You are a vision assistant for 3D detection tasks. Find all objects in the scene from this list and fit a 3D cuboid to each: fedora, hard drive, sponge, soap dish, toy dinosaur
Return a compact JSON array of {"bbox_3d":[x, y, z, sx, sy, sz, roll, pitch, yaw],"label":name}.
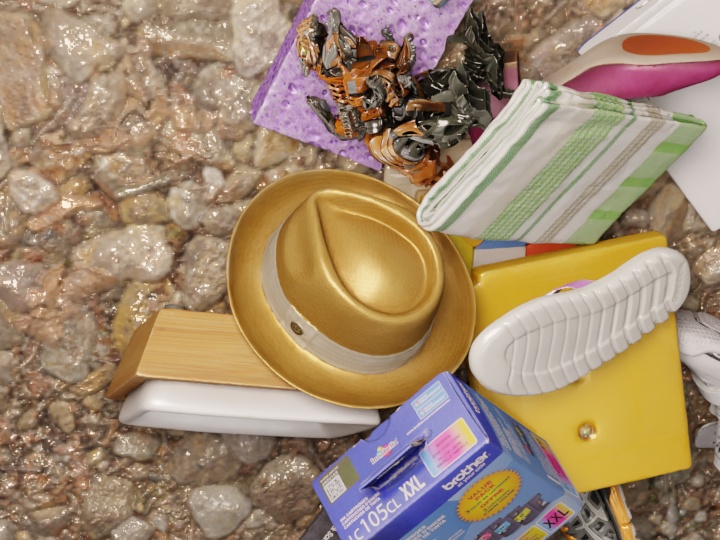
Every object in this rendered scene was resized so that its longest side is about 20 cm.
[{"bbox_3d":[0.000,0.000,1.254,0.199,0.202,0.082,3,155,-14],"label":"fedora"},{"bbox_3d":[0.279,-0.141,1.354,0.132,0.025,0.200,-38,118,8],"label":"hard drive"},{"bbox_3d":[0.009,-0.179,1.271,0.111,0.030,0.201,21,111,-22],"label":"sponge"},{"bbox_3d":[-0.087,0.081,1.320,0.199,0.157,0.082,6,79,-15],"label":"soap dish"},{"bbox_3d":[0.041,-0.121,1.254,0.135,0.103,0.200,-25,143,30],"label":"toy dinosaur"}]

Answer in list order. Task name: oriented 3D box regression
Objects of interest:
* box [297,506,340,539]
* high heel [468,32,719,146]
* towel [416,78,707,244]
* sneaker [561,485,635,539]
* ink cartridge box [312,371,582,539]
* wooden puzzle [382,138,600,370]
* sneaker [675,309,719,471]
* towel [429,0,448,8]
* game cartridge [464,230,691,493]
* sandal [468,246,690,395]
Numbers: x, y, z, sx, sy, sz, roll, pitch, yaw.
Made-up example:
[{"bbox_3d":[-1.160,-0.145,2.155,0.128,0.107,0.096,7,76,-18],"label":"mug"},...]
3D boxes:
[{"bbox_3d":[0.004,0.178,1.395,0.036,0.143,0.200,37,106,5],"label":"box"},{"bbox_3d":[0.180,-0.123,1.293,0.199,0.067,0.097,-2,116,18],"label":"high heel"},{"bbox_3d":[0.148,-0.076,1.260,0.199,0.031,0.149,3,140,-45],"label":"towel"},{"bbox_3d":[0.186,0.195,1.476,0.077,0.078,0.201,-19,109,-4],"label":"sneaker"},{"bbox_3d":[0.060,0.162,1.274,0.136,0.076,0.200,-41,140,10],"label":"ink cartridge box"},{"bbox_3d":[0.106,-0.009,1.378,0.184,0.037,0.201,-4,118,-10],"label":"wooden puzzle"},{"bbox_3d":[0.315,0.115,1.467,0.199,0.075,0.115,24,107,-26],"label":"sneaker"},{"bbox_3d":[0.079,-0.304,1.204,0.200,0.022,0.147,-46,113,3],"label":"towel"},{"bbox_3d":[0.172,0.081,1.380,0.175,0.032,0.201,-11,102,-10],"label":"game cartridge"},{"bbox_3d":[0.167,0.039,1.332,0.202,0.050,0.083,-21,120,-20],"label":"sandal"}]
